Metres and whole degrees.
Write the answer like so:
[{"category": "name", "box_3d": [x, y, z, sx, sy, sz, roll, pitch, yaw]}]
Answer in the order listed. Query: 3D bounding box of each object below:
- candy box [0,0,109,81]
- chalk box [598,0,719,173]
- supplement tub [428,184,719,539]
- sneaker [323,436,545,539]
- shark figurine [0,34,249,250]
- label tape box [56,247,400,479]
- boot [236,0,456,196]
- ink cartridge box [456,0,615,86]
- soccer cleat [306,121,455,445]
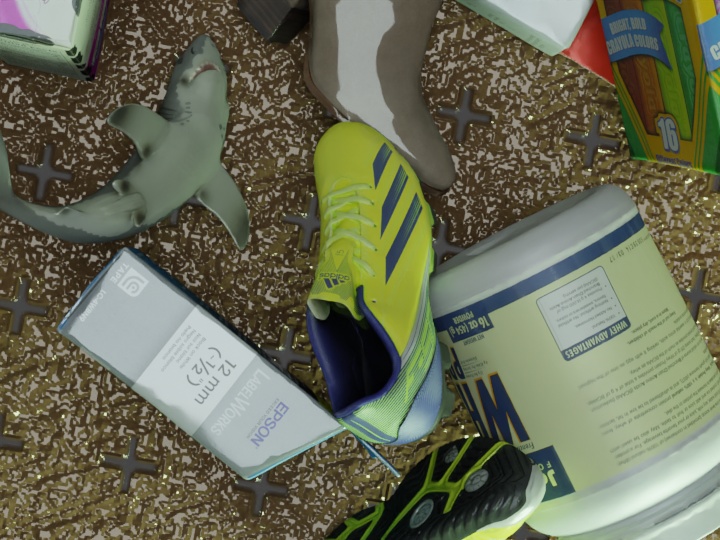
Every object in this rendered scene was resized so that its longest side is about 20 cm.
[{"category": "candy box", "box_3d": [-0.172, -0.185, 1.095, 0.061, 0.200, 0.137, 10, 89, -5]}, {"category": "chalk box", "box_3d": [0.215, -0.172, 1.131, 0.124, 0.125, 0.201, -19, 103, -15]}, {"category": "supplement tub", "box_3d": [0.134, 0.066, 1.149, 0.145, 0.145, 0.201, -27, 92, -4]}, {"category": "sneaker", "box_3d": [0.047, 0.162, 1.144, 0.076, 0.200, 0.076, 37, 47, -15]}, {"category": "shark figurine", "box_3d": [-0.154, -0.046, 1.147, 0.214, 0.089, 0.129, -27, 98, -41]}, {"category": "label tape box", "box_3d": [-0.077, 0.071, 1.132, 0.200, 0.143, 0.066, 41, 87, -4]}, {"category": "boot", "box_3d": [0.022, -0.163, 1.158, 0.200, 0.070, 0.146, 44, 108, 6]}, {"category": "ink cartridge box", "box_3d": [0.167, -0.221, 1.201, 0.173, 0.044, 0.201, 29, 88, -3]}, {"category": "soccer cleat", "box_3d": [0.001, 0.000, 1.086, 0.065, 0.084, 0.201, -29, 60, 35]}]
